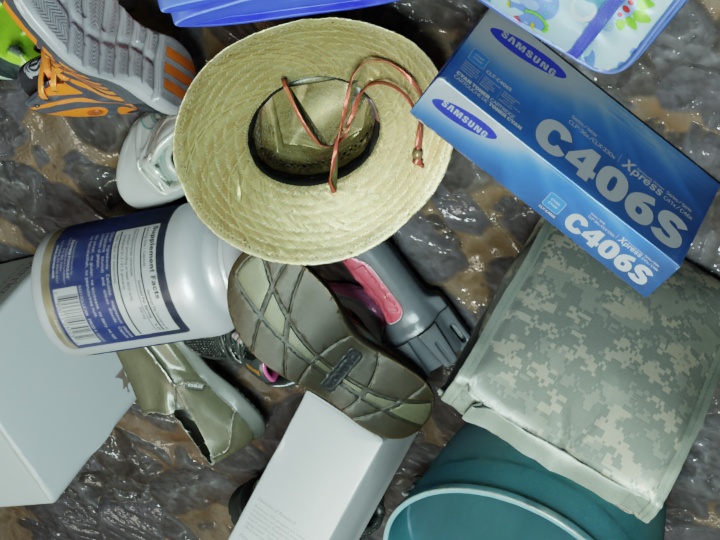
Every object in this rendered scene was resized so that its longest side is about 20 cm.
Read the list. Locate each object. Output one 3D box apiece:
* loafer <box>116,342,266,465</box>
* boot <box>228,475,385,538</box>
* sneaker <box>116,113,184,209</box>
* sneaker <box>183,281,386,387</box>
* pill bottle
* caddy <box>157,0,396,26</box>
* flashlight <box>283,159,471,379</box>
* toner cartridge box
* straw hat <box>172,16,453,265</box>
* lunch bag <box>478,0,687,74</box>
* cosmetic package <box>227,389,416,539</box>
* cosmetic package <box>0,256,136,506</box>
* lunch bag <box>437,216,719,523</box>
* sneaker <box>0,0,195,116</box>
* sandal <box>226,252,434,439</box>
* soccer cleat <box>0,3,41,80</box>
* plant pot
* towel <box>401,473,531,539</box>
[{"bbox_3d":[-0.172,0.097,1.455,0.200,0.070,0.075,44,163,-10],"label":"loafer"},{"bbox_3d":[-0.014,0.250,1.500,0.211,0.079,0.158,45,137,-10],"label":"boot"},{"bbox_3d":[-0.144,-0.094,1.272,0.070,0.080,0.200,44,139,-12],"label":"sneaker"},{"bbox_3d":[-0.077,0.055,1.358,0.200,0.086,0.080,-6,123,37],"label":"sneaker"},{"bbox_3d":[-0.158,0.004,1.335,0.200,0.111,0.111,-9,123,24],"label":"pill bottle"},{"bbox_3d":[-0.047,-0.216,1.010,0.200,0.141,0.105,-8,90,1],"label":"caddy"},{"bbox_3d":[0.000,0.000,1.274,0.068,0.068,0.200,-4,128,56],"label":"flashlight"},{"bbox_3d":[0.138,-0.080,1.090,0.200,0.095,0.043,37,137,-3],"label":"toner cartridge box"},{"bbox_3d":[-0.034,-0.107,1.179,0.201,0.085,0.201,-2,120,-4],"label":"straw hat"},{"bbox_3d":[0.147,-0.222,0.968,0.161,0.082,0.200,35,139,-4],"label":"lunch bag"},{"bbox_3d":[-0.037,0.191,1.361,0.081,0.113,0.200,30,104,15],"label":"cosmetic package"},{"bbox_3d":[-0.345,0.106,1.518,0.200,0.167,0.166,-11,121,38],"label":"cosmetic package"},{"bbox_3d":[0.157,0.068,1.134,0.164,0.200,0.118,32,138,3],"label":"lunch bag"},{"bbox_3d":[-0.215,-0.155,1.172,0.112,0.078,0.200,-7,155,28],"label":"sneaker"},{"bbox_3d":[-0.024,0.053,1.266,0.200,0.055,0.082,37,104,-19],"label":"sandal"},{"bbox_3d":[-0.293,-0.180,1.309,0.200,0.068,0.081,10,157,19],"label":"soccer cleat"},{"bbox_3d":[0.147,0.176,1.248,0.200,0.188,0.200,18,135,19],"label":"plant pot"},{"bbox_3d":[0.122,0.266,1.428,0.165,0.086,0.200,12,135,26],"label":"towel"}]
